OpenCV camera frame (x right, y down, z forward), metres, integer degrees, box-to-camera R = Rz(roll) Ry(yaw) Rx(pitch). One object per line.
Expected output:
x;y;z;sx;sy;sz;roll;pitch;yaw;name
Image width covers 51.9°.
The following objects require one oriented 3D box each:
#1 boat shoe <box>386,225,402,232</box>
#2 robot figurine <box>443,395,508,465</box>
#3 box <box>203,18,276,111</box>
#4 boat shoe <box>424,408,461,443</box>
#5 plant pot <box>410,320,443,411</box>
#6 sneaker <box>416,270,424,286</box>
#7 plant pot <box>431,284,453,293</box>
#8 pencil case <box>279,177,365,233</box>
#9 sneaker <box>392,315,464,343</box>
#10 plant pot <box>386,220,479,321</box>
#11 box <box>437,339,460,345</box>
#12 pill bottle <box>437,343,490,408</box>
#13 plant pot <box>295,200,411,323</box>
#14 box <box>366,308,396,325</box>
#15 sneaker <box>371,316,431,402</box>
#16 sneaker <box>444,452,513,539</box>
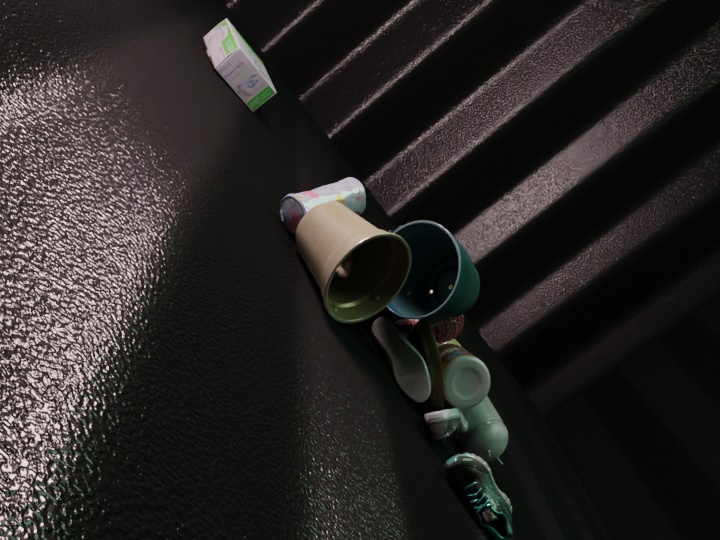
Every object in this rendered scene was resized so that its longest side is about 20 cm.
0.083;-0.047;1.905;0.071;0.090;0.202;57;16;-31;boat shoe
0.262;0.349;1.681;0.168;0.113;0.201;23;28;-41;robot figurine
-0.343;-0.577;2.084;0.177;0.096;0.201;48;12;-43;box
0.174;0.321;1.517;0.200;0.069;0.068;44;34;-74;boat shoe
0.139;0.206;1.600;0.200;0.027;0.205;171;-90;-81;plant pot
0.118;0.005;1.761;0.202;0.066;0.110;-109;-170;-67;sneaker
0.178;0.097;1.992;0.201;0.174;0.201;50;10;-12;plant pot
-0.078;-0.140;1.573;0.090;0.198;0.085;14;-64;40;pencil case
0.147;0.122;1.727;0.075;0.196;0.082;-115;-156;-61;sneaker
0.161;0.017;1.571;0.187;0.200;0.202;21;32;-55;plant pot
0.200;0.219;1.881;0.200;0.101;0.113;43;14;-49;box
0.205;0.225;1.639;0.113;0.112;0.200;51;-4;-11;pill bottle
-0.031;-0.033;1.450;0.184;0.201;0.200;45;2;39;plant pot
0.000;0.000;1.670;0.200;0.103;0.183;44;14;-44;box
0.103;0.195;1.576;0.202;0.073;0.118;60;8;28;sneaker
0.230;0.426;1.383;0.200;0.077;0.092;49;14;-20;sneaker
